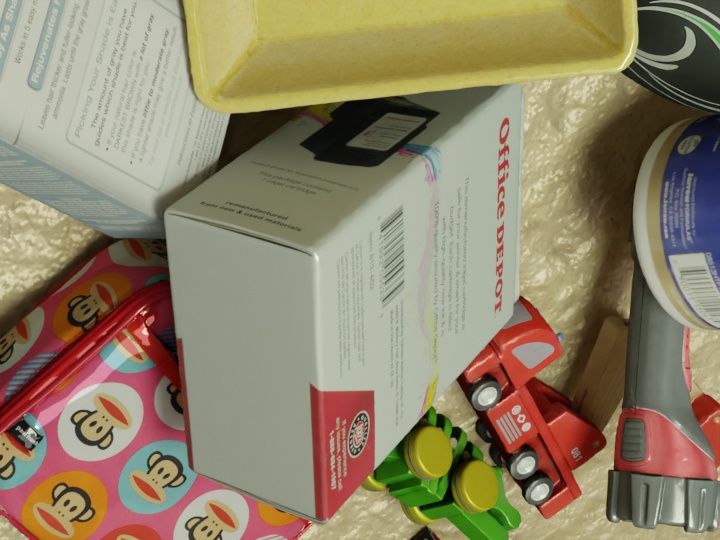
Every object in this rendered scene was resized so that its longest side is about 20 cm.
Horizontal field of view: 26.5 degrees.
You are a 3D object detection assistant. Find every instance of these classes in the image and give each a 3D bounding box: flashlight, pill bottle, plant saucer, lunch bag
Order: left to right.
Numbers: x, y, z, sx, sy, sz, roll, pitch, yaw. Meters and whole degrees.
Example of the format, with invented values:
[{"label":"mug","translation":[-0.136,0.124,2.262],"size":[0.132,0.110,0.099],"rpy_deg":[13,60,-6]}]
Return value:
[{"label":"lunch bag","translation":[-0.099,0.083,0.806],"size":[0.176,0.082,0.200],"rpy_deg":[-42,130,-4]},{"label":"plant saucer","translation":[0.015,-0.181,0.673],"size":[0.197,0.048,0.203],"rpy_deg":[-6,102,2]},{"label":"flashlight","translation":[0.183,0.048,0.891],"size":[0.067,0.068,0.203],"rpy_deg":[6,84,5]},{"label":"pill bottle","translation":[0.252,-0.031,0.786],"size":[0.119,0.199,0.122],"rpy_deg":[4,84,-42]}]

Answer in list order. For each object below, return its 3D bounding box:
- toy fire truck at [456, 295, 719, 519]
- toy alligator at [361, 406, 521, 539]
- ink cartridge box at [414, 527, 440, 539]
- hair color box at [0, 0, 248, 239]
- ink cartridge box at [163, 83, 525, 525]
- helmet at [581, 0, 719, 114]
[{"label":"toy fire truck","translation":[0.141,0.076,0.940],"size":[0.140,0.049,0.201],"rpy_deg":[-35,126,-6]},{"label":"toy alligator","translation":[0.061,0.127,0.918],"size":[0.199,0.059,0.055],"rpy_deg":[37,54,-26]},{"label":"ink cartridge box","translation":[0.068,0.260,0.912],"size":[0.175,0.200,0.084],"rpy_deg":[-41,127,0]},{"label":"hair color box","translation":[-0.140,-0.093,0.643],"size":[0.199,0.060,0.100],"rpy_deg":[30,69,-49]},{"label":"ink cartridge box","translation":[0.000,0.000,0.744],"size":[0.200,0.082,0.147],"rpy_deg":[-42,139,-47]},{"label":"helmet","translation":[0.199,-0.170,0.739],"size":[0.188,0.200,0.202],"rpy_deg":[11,112,-26]}]
